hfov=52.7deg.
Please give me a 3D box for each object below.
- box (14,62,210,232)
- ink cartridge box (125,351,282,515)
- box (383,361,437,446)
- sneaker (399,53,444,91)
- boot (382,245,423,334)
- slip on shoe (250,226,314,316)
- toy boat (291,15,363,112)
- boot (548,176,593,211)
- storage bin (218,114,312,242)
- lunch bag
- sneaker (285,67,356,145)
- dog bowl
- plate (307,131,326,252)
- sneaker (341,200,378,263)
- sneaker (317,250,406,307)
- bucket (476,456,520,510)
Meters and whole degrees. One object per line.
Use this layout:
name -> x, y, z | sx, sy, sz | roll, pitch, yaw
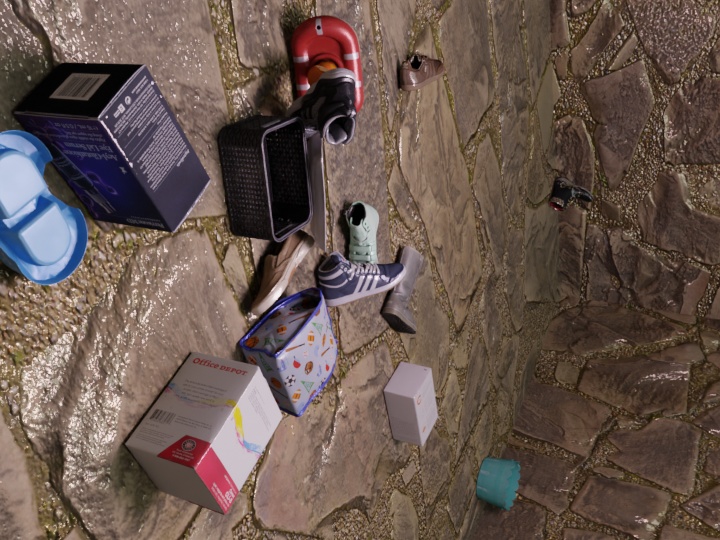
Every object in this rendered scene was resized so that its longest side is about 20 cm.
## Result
box -> -0.312, -0.157, 0.941 | 0.105, 0.148, 0.200 | -63, 148, -32
ink cartridge box -> -0.249, 0.261, 1.196 | 0.200, 0.145, 0.145 | -59, 146, -37
box -> 0.145, 0.380, 2.067 | 0.124, 0.097, 0.201 | -52, 142, -43
sneaker -> 0.161, -0.520, 1.855 | 0.200, 0.070, 0.076 | -48, 137, -49
boot -> 0.128, 0.056, 1.981 | 0.182, 0.072, 0.201 | 56, 43, -56
slip on shoe -> -0.161, -0.003, 1.393 | 0.061, 0.076, 0.200 | 40, 64, -14
toy boat -> -0.066, -0.370, 1.362 | 0.131, 0.130, 0.201 | -75, 161, -63
boot -> 0.998, -0.338, 3.459 | 0.154, 0.203, 0.074 | -64, -177, -24
storage bin -> -0.165, -0.165, 1.293 | 0.135, 0.093, 0.201 | -40, 131, -53
lunch bag -> -0.126, 0.153, 1.436 | 0.200, 0.124, 0.170 | -47, 137, -37
sneaker -> -0.072, -0.265, 1.309 | 0.075, 0.200, 0.114 | 7, 61, -35
dog bowl -> -0.411, -0.075, 0.881 | 0.112, 0.049, 0.200 | -56, 145, -40
plate -> -0.086, -0.165, 1.427 | 0.200, 0.032, 0.201 | -99, -173, -61
sneaker -> -0.006, -0.059, 1.656 | 0.118, 0.073, 0.201 | 30, 61, -69
sneaker -> 0.000, 0.000, 1.598 | 0.070, 0.199, 0.109 | -122, -166, -59
bucket -> 0.573, 0.878, 3.023 | 0.207, 0.134, 0.208 | -29, 123, -57
